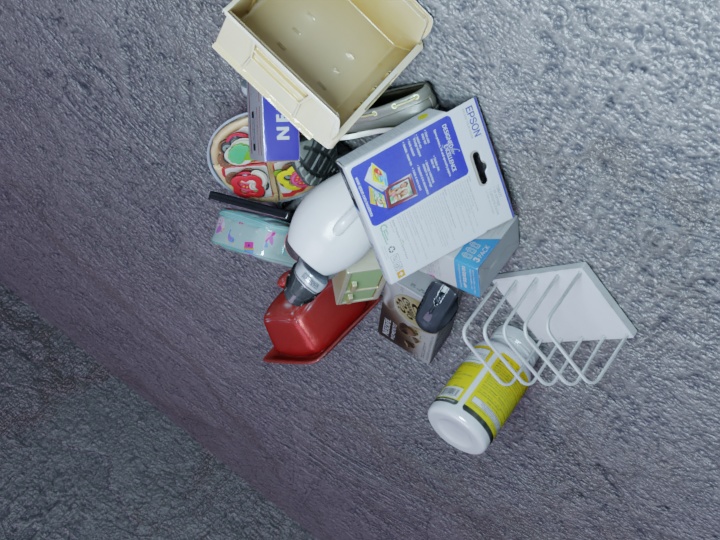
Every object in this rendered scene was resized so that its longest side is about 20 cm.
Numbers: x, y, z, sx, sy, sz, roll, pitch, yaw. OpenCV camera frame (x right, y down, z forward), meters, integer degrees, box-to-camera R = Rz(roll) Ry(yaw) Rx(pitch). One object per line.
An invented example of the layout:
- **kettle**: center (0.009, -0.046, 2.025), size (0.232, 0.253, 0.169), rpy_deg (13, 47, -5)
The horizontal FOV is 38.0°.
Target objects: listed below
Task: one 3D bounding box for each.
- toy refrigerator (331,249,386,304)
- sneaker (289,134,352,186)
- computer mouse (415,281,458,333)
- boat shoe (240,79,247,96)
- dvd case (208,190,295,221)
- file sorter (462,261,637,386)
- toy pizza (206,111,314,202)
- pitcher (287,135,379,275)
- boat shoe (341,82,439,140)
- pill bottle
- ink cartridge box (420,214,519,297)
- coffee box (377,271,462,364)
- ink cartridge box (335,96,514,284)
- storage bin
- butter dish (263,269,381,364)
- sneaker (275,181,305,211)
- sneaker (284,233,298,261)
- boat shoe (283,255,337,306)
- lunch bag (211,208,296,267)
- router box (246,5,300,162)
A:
- **toy refrigerator**: center (0.000, 0.000, 1.691), size (0.200, 0.075, 0.071), rpy_deg (113, 148, -73)
- **sneaker**: center (-0.068, -0.169, 1.558), size (0.079, 0.076, 0.200), rpy_deg (35, -171, 20)
- **computer mouse**: center (0.136, 0.020, 1.612), size (0.058, 0.034, 0.201), rpy_deg (32, 122, 14)
- **boat shoe**: center (-0.094, -0.248, 1.559), size (0.198, 0.074, 0.069), rpy_deg (13, 129, 28)
- **dvd case**: center (-0.156, -0.101, 1.764), size (0.142, 0.018, 0.200), rpy_deg (15, -179, 14)
- **file sorter**: center (0.271, 0.089, 1.541), size (0.139, 0.125, 0.199), rpy_deg (49, 152, -18)
- **toy pizza**: center (-0.146, -0.173, 1.666), size (0.198, 0.032, 0.201), rpy_deg (-1, 139, -1)
- **pitcher**: center (-0.013, -0.088, 1.493), size (0.121, 0.200, 0.172), rpy_deg (41, -171, -6)
- **boat shoe**: center (0.014, -0.220, 1.435), size (0.200, 0.072, 0.061), rpy_deg (-1, 122, 29)
- **pill bottle**: center (0.205, 0.188, 1.694), size (0.112, 0.200, 0.113), rpy_deg (31, 153, 18)
- **ink cartridge box**: center (0.118, -0.056, 1.527), size (0.199, 0.115, 0.068), rpy_deg (24, 149, 28)
- **coffee box**: center (0.101, 0.060, 1.769), size (0.113, 0.080, 0.200), rpy_deg (31, 152, 13)
- **ink cartridge box**: center (0.090, -0.109, 1.402), size (0.047, 0.199, 0.199), rpy_deg (46, 163, 56)
- **storage bin**: center (-0.043, -0.289, 1.284), size (0.198, 0.200, 0.094), rpy_deg (43, 155, -6)
- **butter dish**: center (-0.100, 0.065, 1.921), size (0.199, 0.199, 0.148), rpy_deg (-5, 123, 56)
- **sneaker**: center (-0.142, -0.172, 1.752), size (0.075, 0.081, 0.200), rpy_deg (-31, 130, 27)
- **sneaker**: center (-0.029, -0.079, 1.719), size (0.199, 0.087, 0.074), rpy_deg (-17, 103, 24)
- **boat shoe**: center (-0.080, 0.012, 1.594), size (0.070, 0.066, 0.200), rpy_deg (42, -168, -8)
- **lunch bag**: center (-0.147, -0.052, 1.845), size (0.160, 0.078, 0.199), rpy_deg (15, -179, 37)
- **router box**: center (-0.122, -0.249, 1.427), size (0.179, 0.048, 0.202), rpy_deg (-147, 55, -75)
